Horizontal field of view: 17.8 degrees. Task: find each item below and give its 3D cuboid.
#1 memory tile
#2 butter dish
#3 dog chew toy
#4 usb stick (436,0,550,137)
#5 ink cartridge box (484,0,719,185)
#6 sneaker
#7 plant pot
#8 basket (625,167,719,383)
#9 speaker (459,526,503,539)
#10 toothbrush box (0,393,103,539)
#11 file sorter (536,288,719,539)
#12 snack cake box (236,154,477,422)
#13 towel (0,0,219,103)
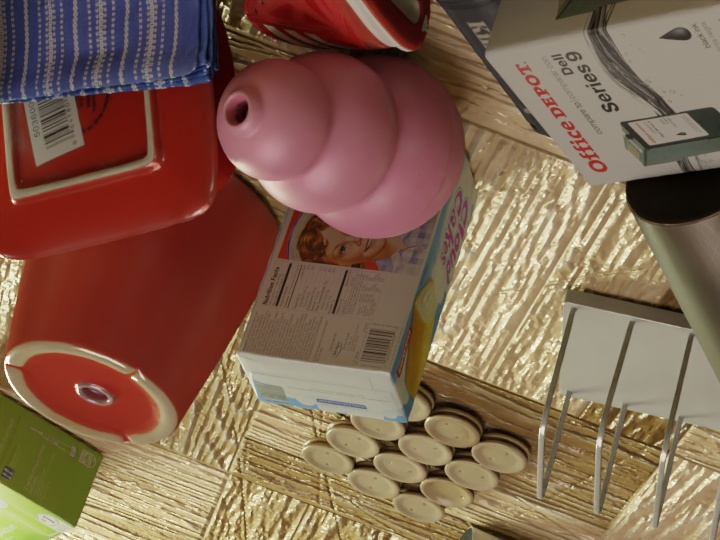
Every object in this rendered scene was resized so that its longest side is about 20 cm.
[{"bbox_3d":[0.047,0.160,2.020,0.153,0.017,0.200,29,147,-15],"label":"memory tile"},{"bbox_3d":[-0.152,-0.113,1.585,0.199,0.201,0.148,-12,169,31],"label":"butter dish"},{"bbox_3d":[-0.019,-0.089,1.521,0.124,0.125,0.200,-8,169,37],"label":"dog chew toy"},{"bbox_3d":[0.093,-0.156,1.492,0.055,0.033,0.200,-7,140,35],"label":"usb stick"},{"bbox_3d":[0.199,-0.135,1.416,0.199,0.084,0.146,-8,140,37],"label":"ink cartridge box"},{"bbox_3d":[-0.051,-0.200,1.461,0.115,0.079,0.200,-8,138,35],"label":"sneaker"},{"bbox_3d":[-0.180,0.024,1.780,0.199,0.178,0.201,14,149,8],"label":"plant pot"},{"bbox_3d":[0.267,-0.003,1.511,0.135,0.181,0.200,-18,129,26],"label":"basket"},{"bbox_3d":[0.175,0.309,2.119,0.199,0.082,0.081,24,148,-6],"label":"speaker"},{"bbox_3d":[-0.373,0.182,2.216,0.200,0.086,0.145,35,145,-22],"label":"toothbrush box"},{"bbox_3d":[0.238,0.120,1.752,0.199,0.125,0.139,13,148,12],"label":"file sorter"},{"bbox_3d":[0.000,0.000,1.621,0.114,0.201,0.067,7,148,19],"label":"snack cake box"},{"bbox_3d":[-0.176,-0.186,1.501,0.199,0.146,0.024,-4,176,33],"label":"towel"}]
